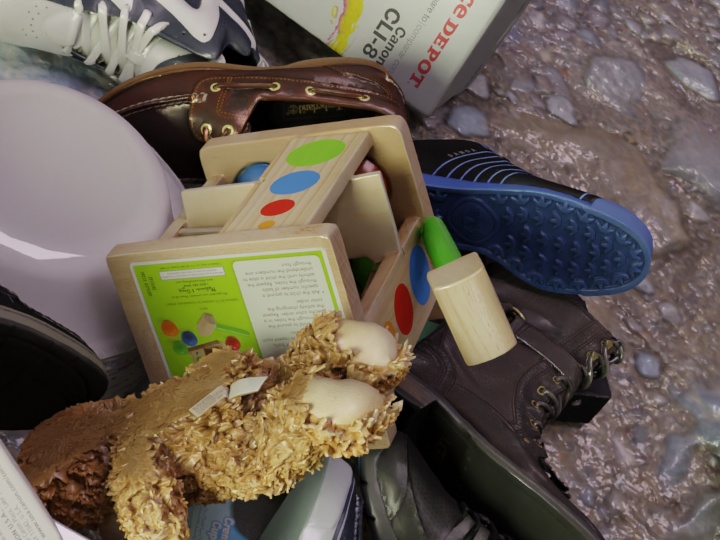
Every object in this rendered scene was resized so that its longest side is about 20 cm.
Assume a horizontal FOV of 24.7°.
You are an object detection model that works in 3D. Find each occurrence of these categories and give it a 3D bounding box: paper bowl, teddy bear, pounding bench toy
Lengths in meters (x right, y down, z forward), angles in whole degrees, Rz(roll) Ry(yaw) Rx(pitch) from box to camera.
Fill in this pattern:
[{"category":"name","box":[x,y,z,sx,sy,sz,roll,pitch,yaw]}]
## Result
[{"category":"paper bowl","box":[-0.185,-0.025,0.909,0.200,0.104,0.201,16,48,-18]},{"category":"teddy bear","box":[-0.064,0.082,0.764,0.067,0.199,0.145,62,4,-24]},{"category":"pounding bench toy","box":[0.000,0.000,0.877,0.199,0.125,0.156,-5,28,23]}]

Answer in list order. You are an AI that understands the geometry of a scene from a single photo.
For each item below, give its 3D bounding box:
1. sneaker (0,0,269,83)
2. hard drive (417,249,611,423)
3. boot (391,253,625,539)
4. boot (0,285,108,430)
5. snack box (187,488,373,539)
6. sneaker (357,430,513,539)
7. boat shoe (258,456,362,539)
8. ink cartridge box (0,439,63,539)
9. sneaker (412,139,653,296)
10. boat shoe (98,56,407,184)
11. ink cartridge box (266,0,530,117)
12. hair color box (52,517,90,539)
[{"category":"sneaker","box":[-0.144,-0.144,1.052,0.199,0.080,0.130,1,43,-42]},{"category":"hard drive","box":[0.054,0.024,1.051,0.199,0.038,0.140,9,49,-25]},{"category":"boot","box":[0.103,0.078,0.951,0.200,0.069,0.174,41,45,18]},{"category":"boot","box":[-0.212,-0.016,0.783,0.203,0.073,0.154,27,33,-43]},{"category":"snack box","box":[-0.048,0.195,0.841,0.116,0.037,0.200,22,44,-14]},{"category":"sneaker","box":[0.068,0.162,0.866,0.200,0.082,0.073,59,10,-5]},{"category":"boat shoe","box":[-0.014,0.188,0.796,0.091,0.071,0.201,30,48,-15]},{"category":"ink cartridge box","box":[-0.239,0.097,0.634,0.200,0.050,0.161,-36,104,-25]},{"category":"sneaker","box":[0.088,-0.042,1.015,0.199,0.070,0.078,14,36,16]},{"category":"boat shoe","box":[-0.070,-0.089,1.007,0.199,0.071,0.070,-11,34,-2]},{"category":"ink cartridge box","box":[0.026,-0.232,1.160,0.200,0.146,0.145,36,25,4]},{"category":"hair color box","box":[-0.163,0.208,0.702,0.111,0.064,0.200,30,65,-3]}]
